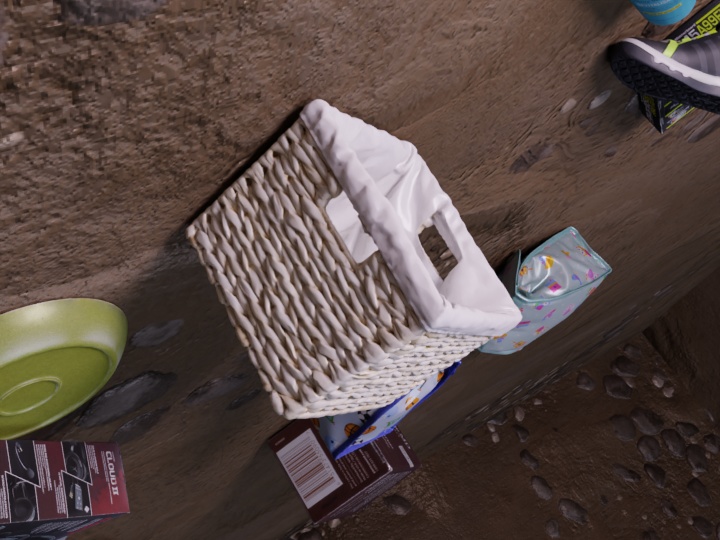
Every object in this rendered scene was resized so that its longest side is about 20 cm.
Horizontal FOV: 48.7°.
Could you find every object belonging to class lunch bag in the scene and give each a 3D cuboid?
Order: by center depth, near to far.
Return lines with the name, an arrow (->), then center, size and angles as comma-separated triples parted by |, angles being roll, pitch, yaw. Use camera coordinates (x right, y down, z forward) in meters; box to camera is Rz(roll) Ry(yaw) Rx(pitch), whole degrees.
lunch bag -> 0.010, 0.086, 0.903 | 0.124, 0.170, 0.200 | -19, 155, -43
lunch bag -> 0.273, 0.040, 1.282 | 0.200, 0.122, 0.170 | -27, 160, -34

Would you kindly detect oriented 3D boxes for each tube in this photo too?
tube -> 0.229, -0.252, 0.645 | 0.077, 0.050, 0.200 | -10, 173, 32

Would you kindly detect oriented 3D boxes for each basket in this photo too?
basket -> 0.000, 0.000, 0.661 | 0.161, 0.198, 0.200 | -37, 161, 21

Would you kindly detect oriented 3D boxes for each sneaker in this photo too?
sneaker -> 0.353, -0.220, 0.833 | 0.200, 0.083, 0.072 | 14, 177, -15

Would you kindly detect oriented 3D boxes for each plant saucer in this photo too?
plant saucer -> -0.286, 0.096, 0.673 | 0.200, 0.031, 0.200 | -30, 160, -12

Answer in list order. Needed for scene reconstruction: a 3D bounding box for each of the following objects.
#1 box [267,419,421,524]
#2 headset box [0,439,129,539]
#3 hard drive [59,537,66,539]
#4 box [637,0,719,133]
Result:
box -> -0.024, 0.321, 1.393 | 0.164, 0.166, 0.200 | -38, 160, 9
headset box -> -0.330, 0.217, 0.745 | 0.149, 0.077, 0.200 | -24, 158, 19
hard drive -> -0.395, 0.311, 0.917 | 0.200, 0.033, 0.140 | -52, 158, 0
box -> 0.416, -0.260, 0.924 | 0.200, 0.044, 0.160 | -39, 160, 13
